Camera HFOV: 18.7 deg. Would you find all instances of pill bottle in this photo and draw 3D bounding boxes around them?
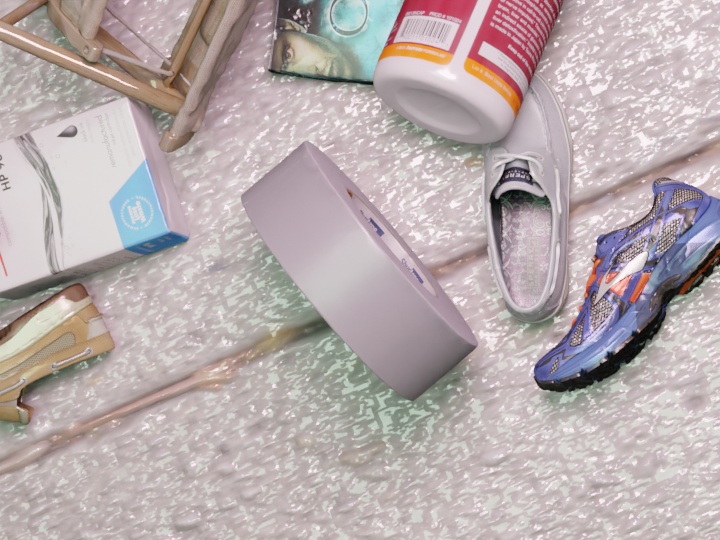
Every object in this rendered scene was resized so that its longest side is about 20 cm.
[{"bbox_3d":[0.095,-0.206,1.647,0.113,0.113,0.200,21,74,11],"label":"pill bottle"}]

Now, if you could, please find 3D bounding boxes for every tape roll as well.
[{"bbox_3d":[0.000,0.000,1.622,0.066,0.200,0.200,-39,81,6],"label":"tape roll"}]

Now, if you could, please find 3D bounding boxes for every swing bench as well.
[{"bbox_3d":[-0.163,-0.234,1.665,0.200,0.130,0.199,31,119,3],"label":"swing bench"}]

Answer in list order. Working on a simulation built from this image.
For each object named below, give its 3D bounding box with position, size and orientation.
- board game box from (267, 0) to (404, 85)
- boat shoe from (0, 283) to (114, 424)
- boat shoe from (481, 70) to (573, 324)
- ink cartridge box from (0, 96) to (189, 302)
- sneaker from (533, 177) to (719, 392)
[{"bbox_3d":[0.006,-0.247,1.721,0.135,0.028,0.201,7,88,10],"label":"board game box"},{"bbox_3d":[-0.288,0.092,1.740,0.200,0.072,0.076,-32,94,7],"label":"boat shoe"},{"bbox_3d":[0.127,-0.061,1.667,0.070,0.072,0.201,-5,85,11],"label":"boat shoe"},{"bbox_3d":[-0.251,-0.049,1.738,0.199,0.067,0.116,-19,85,9],"label":"ink cartridge box"},{"bbox_3d":[0.200,0.012,1.658,0.078,0.075,0.200,43,87,18],"label":"sneaker"}]
